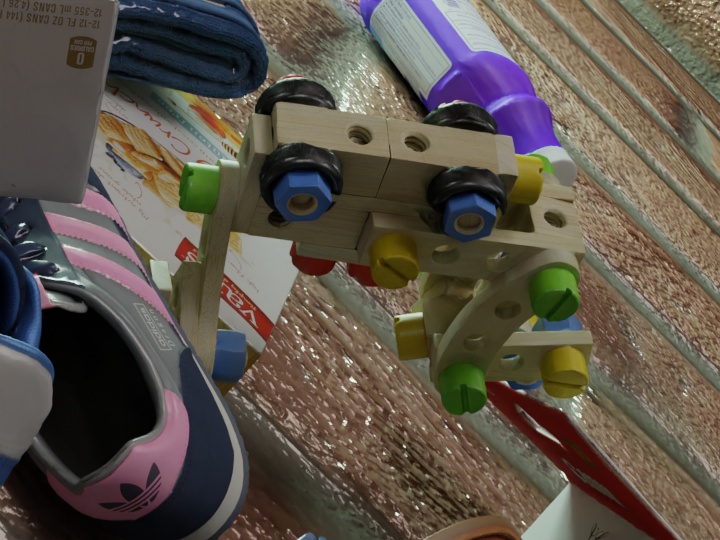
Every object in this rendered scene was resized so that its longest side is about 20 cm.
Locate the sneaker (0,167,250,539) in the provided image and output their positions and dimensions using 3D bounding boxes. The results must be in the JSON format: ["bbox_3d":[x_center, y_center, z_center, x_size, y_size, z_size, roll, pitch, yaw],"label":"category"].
[{"bbox_3d":[-0.109,0.002,0.778,0.200,0.070,0.082,50,3,20],"label":"sneaker"}]

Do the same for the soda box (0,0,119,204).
[{"bbox_3d":[-0.172,-0.070,0.654,0.199,0.068,0.064,5,30,-15],"label":"soda box"}]

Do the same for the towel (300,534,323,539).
[{"bbox_3d":[-0.029,0.140,0.675,0.112,0.049,0.200,50,16,13],"label":"towel"}]

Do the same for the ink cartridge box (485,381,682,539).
[{"bbox_3d":[0.107,0.120,0.986,0.176,0.045,0.200,44,-4,-11],"label":"ink cartridge box"}]

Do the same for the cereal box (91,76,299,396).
[{"bbox_3d":[-0.089,-0.032,0.986,0.144,0.040,0.200,42,16,-8],"label":"cereal box"}]

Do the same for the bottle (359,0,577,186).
[{"bbox_3d":[0.075,-0.124,1.578,0.083,0.065,0.200,22,29,-53],"label":"bottle"}]

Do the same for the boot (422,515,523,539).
[{"bbox_3d":[0.071,0.172,0.841,0.200,0.074,0.155,13,40,-58],"label":"boot"}]

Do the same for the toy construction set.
[{"bbox_3d":[0.000,0.000,0.866,0.199,0.131,0.092,-4,50,-24],"label":"toy construction set"}]

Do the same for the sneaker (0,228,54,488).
[{"bbox_3d":[-0.137,0.003,0.706,0.074,0.082,0.200,30,20,-39],"label":"sneaker"}]

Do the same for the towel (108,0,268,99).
[{"bbox_3d":[-0.127,-0.144,1.049,0.111,0.049,0.200,9,24,-44],"label":"towel"}]
